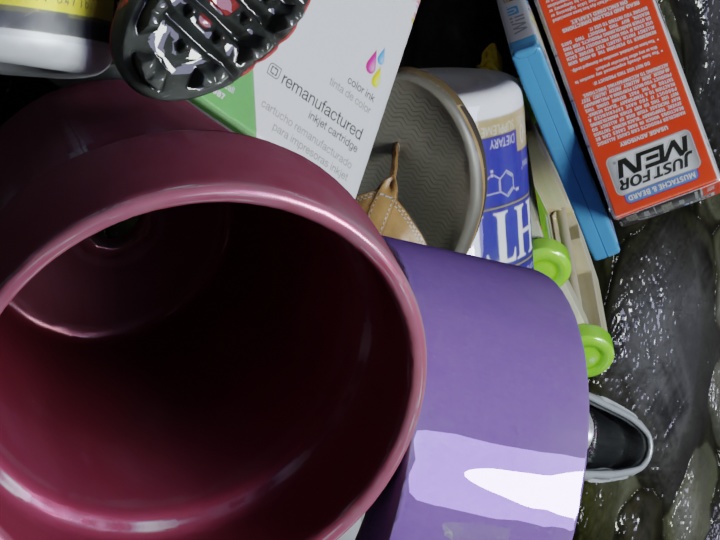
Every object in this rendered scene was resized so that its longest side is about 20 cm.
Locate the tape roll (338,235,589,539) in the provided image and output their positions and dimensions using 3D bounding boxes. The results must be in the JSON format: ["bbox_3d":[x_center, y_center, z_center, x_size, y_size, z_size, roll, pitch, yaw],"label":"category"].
[{"bbox_3d":[0.022,0.089,1.212,0.085,0.200,0.201,12,82,-19],"label":"tape roll"}]

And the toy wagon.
[{"bbox_3d":[0.094,-0.040,1.493,0.156,0.039,0.200,-95,160,-49],"label":"toy wagon"}]

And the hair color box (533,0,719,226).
[{"bbox_3d":[0.131,-0.128,1.424,0.111,0.064,0.201,7,64,-82],"label":"hair color box"}]

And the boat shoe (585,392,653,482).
[{"bbox_3d":[0.104,0.090,1.549,0.200,0.068,0.072,29,70,-53],"label":"boat shoe"}]

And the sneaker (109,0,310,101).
[{"bbox_3d":[-0.056,-0.146,1.144,0.071,0.098,0.201,48,57,-28],"label":"sneaker"}]

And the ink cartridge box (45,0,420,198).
[{"bbox_3d":[-0.046,-0.149,1.274,0.145,0.084,0.201,33,66,-38],"label":"ink cartridge box"}]

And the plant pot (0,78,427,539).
[{"bbox_3d":[-0.092,0.013,1.134,0.199,0.179,0.201,-9,120,-15],"label":"plant pot"}]

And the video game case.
[{"bbox_3d":[0.098,-0.118,1.465,0.200,0.018,0.144,-100,168,-53],"label":"video game case"}]

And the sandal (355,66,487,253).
[{"bbox_3d":[0.000,0.000,1.305,0.201,0.081,0.055,-63,171,13],"label":"sandal"}]

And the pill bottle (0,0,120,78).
[{"bbox_3d":[-0.150,-0.185,1.118,0.112,0.112,0.201,4,91,-55],"label":"pill bottle"}]

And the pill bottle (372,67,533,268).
[{"bbox_3d":[0.032,0.002,1.393,0.119,0.119,0.201,-22,111,-52],"label":"pill bottle"}]
